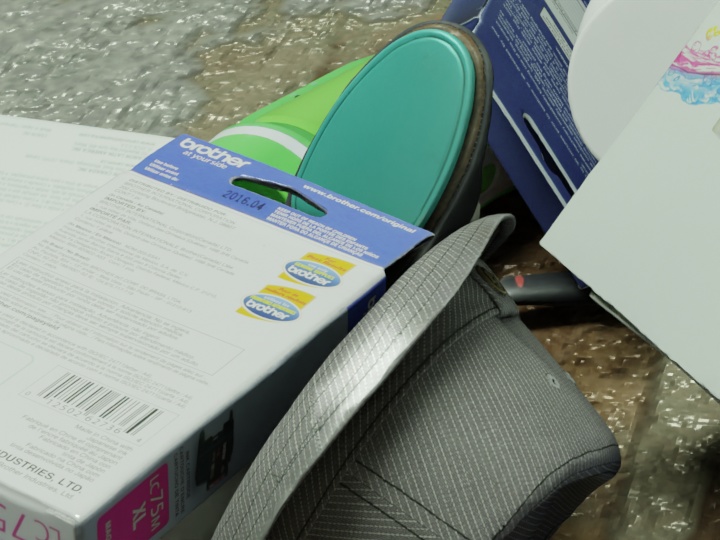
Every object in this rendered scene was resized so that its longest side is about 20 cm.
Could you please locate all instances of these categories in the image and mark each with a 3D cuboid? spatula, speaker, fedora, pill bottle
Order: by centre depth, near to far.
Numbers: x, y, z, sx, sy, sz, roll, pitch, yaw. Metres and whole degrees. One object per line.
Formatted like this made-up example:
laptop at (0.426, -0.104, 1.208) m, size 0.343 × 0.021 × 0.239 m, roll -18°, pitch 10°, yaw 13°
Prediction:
fedora at (0.027, 0.073, 0.841) m, size 0.090 × 0.200 × 0.177 m, roll 36°, pitch 89°, yaw 9°
pill bottle at (0.152, -0.087, 1.022) m, size 0.111 × 0.111 × 0.200 m, roll 4°, pitch 13°, yaw 21°
spatula at (0.043, 0.016, 1.028) m, size 0.199 × 0.021 × 0.057 m, roll -8°, pitch 27°, yaw 1°
speaker at (0.005, -0.045, 1.052) m, size 0.088 × 0.089 × 0.200 m, roll 12°, pitch 27°, yaw 31°

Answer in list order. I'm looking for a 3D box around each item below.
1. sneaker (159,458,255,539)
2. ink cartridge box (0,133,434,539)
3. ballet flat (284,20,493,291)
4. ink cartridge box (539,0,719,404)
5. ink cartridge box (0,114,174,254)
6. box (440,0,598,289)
sneaker at (-0.120, 0.062, 0.893) m, size 0.200 × 0.100 × 0.078 m, roll -6°, pitch 35°, yaw 34°
ink cartridge box at (-0.076, 0.026, 0.846) m, size 0.119 × 0.042 × 0.200 m, roll 21°, pitch 41°, yaw 28°
ballet flat at (0.000, 0.000, 0.933) m, size 0.073 × 0.200 × 0.073 m, roll 26°, pitch 11°, yaw -5°
ink cartridge box at (0.194, -0.027, 0.857) m, size 0.200 × 0.145 × 0.145 m, roll -54°, pitch 36°, yaw 8°
ink cartridge box at (-0.141, 0.022, 1.068) m, size 0.160 × 0.047 × 0.200 m, roll 9°, pitch 53°, yaw 28°
box at (0.082, -0.074, 1.045) m, size 0.032 × 0.121 × 0.200 m, roll -27°, pitch 15°, yaw 23°
